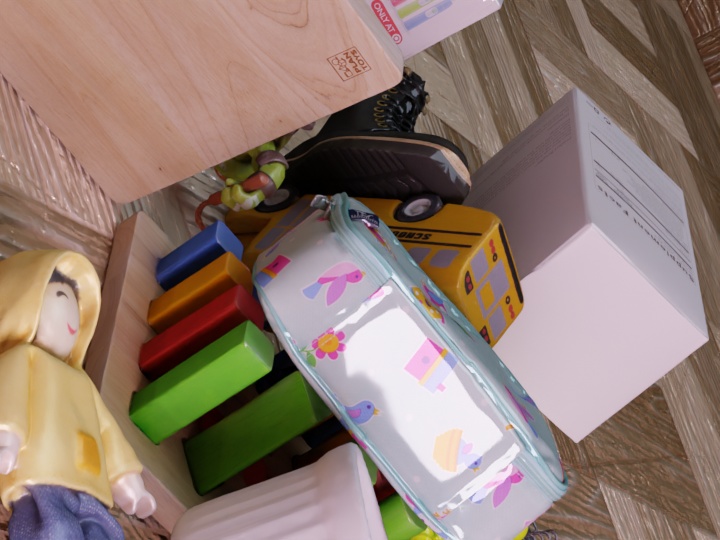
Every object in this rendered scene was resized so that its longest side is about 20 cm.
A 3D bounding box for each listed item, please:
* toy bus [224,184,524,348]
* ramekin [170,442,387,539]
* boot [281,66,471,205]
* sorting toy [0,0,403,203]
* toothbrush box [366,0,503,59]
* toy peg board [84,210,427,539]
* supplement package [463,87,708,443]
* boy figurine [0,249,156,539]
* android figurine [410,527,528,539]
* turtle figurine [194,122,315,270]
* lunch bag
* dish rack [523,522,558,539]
[{"bbox_3d":[0.000,0.000,1.355,0.078,0.199,0.065,-49,131,-39],"label":"toy bus"},{"bbox_3d":[-0.023,0.191,1.082,0.200,0.097,0.202,-14,90,-88],"label":"ramekin"},{"bbox_3d":[0.021,-0.090,1.434,0.139,0.199,0.078,-51,118,-29],"label":"boot"},{"bbox_3d":[-0.107,-0.158,1.234,0.200,0.198,0.070,51,31,-32],"label":"sorting toy"},{"bbox_3d":[0.035,-0.244,1.519,0.146,0.086,0.200,58,18,-15],"label":"toothbrush box"},{"bbox_3d":[-0.045,0.071,1.240,0.200,0.097,0.200,49,23,-25],"label":"toy peg board"},{"bbox_3d":[0.145,-0.006,1.523,0.120,0.121,0.200,42,24,-19],"label":"supplement package"},{"bbox_3d":[-0.137,0.083,1.058,0.124,0.064,0.201,33,38,-51],"label":"boy figurine"},{"bbox_3d":[0.050,0.108,1.420,0.182,0.041,0.201,48,32,-37],"label":"android figurine"},{"bbox_3d":[-0.054,-0.101,1.351,0.064,0.162,0.201,12,37,-19],"label":"turtle figurine"},{"bbox_3d":[0.025,0.048,1.208,0.200,0.077,0.160,51,7,-7],"label":"lunch bag"},{"bbox_3d":[0.085,0.146,1.583,0.200,0.054,0.154,9,57,-68],"label":"dish rack"}]
